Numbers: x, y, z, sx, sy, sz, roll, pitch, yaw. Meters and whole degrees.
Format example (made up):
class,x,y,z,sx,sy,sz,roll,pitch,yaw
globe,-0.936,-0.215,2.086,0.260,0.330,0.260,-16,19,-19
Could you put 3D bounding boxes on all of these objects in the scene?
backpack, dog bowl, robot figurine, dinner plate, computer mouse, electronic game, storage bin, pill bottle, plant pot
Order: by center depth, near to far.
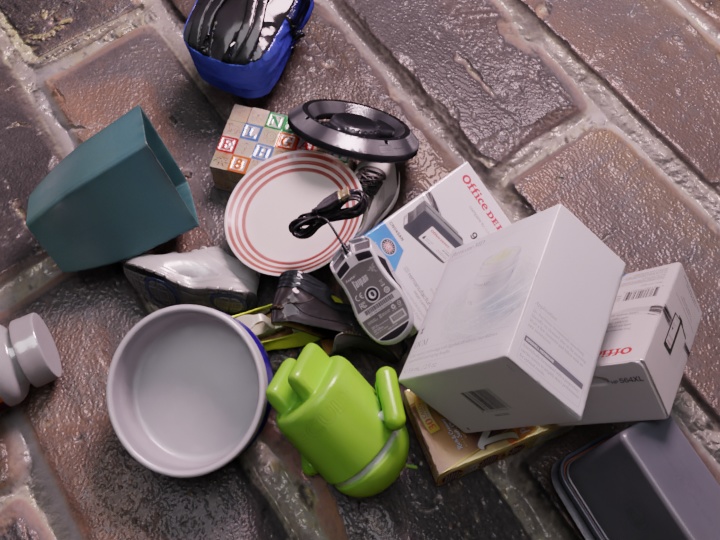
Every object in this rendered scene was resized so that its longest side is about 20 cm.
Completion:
class,x,y,z,sx,sy,sz,roll,pitch,yaw
storage bin,0.342,0.264,0.907,0.143,0.135,0.202,-17,63,-28
robot figurine,-0.022,0.186,0.955,0.200,0.174,0.116,47,33,-11
dog bowl,-0.207,0.147,0.986,0.195,0.079,0.206,0,84,4
computer mouse,0.000,0.000,1.000,0.108,0.044,0.203,-31,87,14
pill bottle,-0.495,0.135,1.017,0.196,0.110,0.111,-23,65,-10
dinner plate,-0.090,-0.077,1.089,0.195,0.024,0.204,-6,60,9
plant pot,-0.348,-0.097,1.097,0.197,0.143,0.142,-30,36,-1
electronic game,-0.009,-0.202,1.155,0.195,0.042,0.201,11,27,-6
backpack,-0.168,-0.366,1.227,0.159,0.169,0.203,18,69,13

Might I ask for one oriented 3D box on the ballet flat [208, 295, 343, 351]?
class,x,y,z,sx,sy,sz,roll,pitch,yaw
ballet flat,-0.114,0.071,1.064,0.195,0.067,0.068,-16,63,-7

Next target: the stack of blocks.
class,x,y,z,sx,sy,sz,roll,pitch,yaw
stack of blocks,-0.111,-0.165,1.186,0.195,0.059,0.117,14,65,8

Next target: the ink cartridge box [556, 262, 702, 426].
class,x,y,z,sx,sy,sz,roll,pitch,yaw
ink cartridge box,0.312,0.089,0.962,0.200,0.144,0.085,-47,113,-43

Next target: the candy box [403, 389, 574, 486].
class,x,y,z,sx,sy,sz,roll,pitch,yaw
candy box,0.164,0.178,1.011,0.196,0.056,0.117,-19,63,-9

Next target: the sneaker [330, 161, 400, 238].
class,x,y,z,sx,sy,sz,roll,pitch,yaw
sneaker,0.007,-0.102,1.142,0.072,0.080,0.203,17,64,12

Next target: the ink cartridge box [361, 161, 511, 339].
class,x,y,z,sx,sy,sz,roll,pitch,yaw
ink cartridge box,0.102,-0.028,1.079,0.198,0.084,0.146,-36,87,-16

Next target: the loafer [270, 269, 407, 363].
class,x,y,z,sx,sy,sz,roll,pitch,yaw
loafer,-0.030,0.079,1.031,0.197,0.073,0.073,28,62,-13

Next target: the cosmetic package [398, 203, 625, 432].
class,x,y,z,sx,sy,sz,roll,pitch,yaw
cosmetic package,0.172,0.061,0.914,0.122,0.198,0.202,38,60,-18

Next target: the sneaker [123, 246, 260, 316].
class,x,y,z,sx,sy,sz,roll,pitch,yaw
sneaker,-0.231,0.007,1.108,0.195,0.075,0.088,11,50,1
